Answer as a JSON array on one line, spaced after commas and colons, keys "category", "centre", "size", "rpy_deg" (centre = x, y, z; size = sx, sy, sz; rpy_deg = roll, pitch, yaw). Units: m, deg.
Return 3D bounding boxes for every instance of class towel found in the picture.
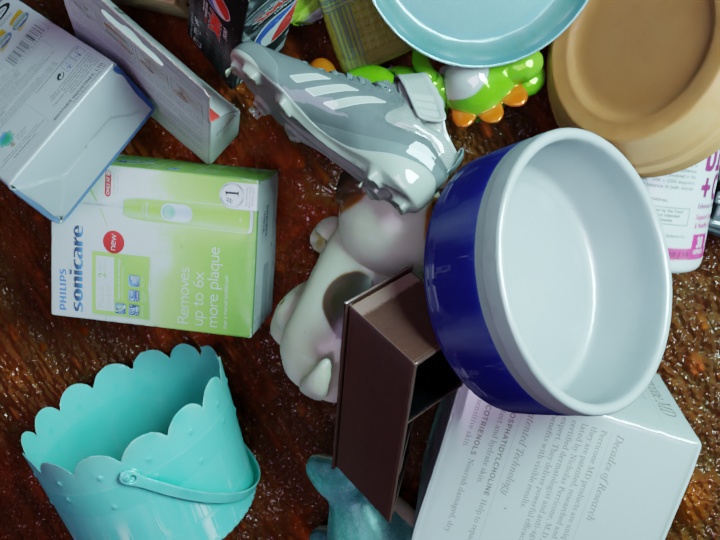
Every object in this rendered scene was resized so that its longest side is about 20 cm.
[{"category": "towel", "centre": [0.024, -0.263, 0.738], "size": [0.141, 0.023, 0.202], "rpy_deg": [-22, 135, 0]}]

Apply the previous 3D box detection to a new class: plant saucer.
[{"category": "plant saucer", "centre": [0.218, -0.174, 0.682], "size": [0.198, 0.037, 0.205], "rpy_deg": [-10, 77, 48]}, {"category": "plant saucer", "centre": [0.093, -0.261, 0.688], "size": [0.196, 0.027, 0.204], "rpy_deg": [-2, 110, -4]}]

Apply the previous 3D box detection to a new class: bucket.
[{"category": "bucket", "centre": [-0.198, 0.176, 0.841], "size": [0.203, 0.208, 0.137], "rpy_deg": [-15, 110, 10]}]

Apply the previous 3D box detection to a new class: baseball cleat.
[{"category": "baseball cleat", "centre": [-0.007, -0.132, 0.711], "size": [0.199, 0.070, 0.107], "rpy_deg": [40, 77, 6]}]

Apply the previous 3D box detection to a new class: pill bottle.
[{"category": "pill bottle", "centre": [0.249, -0.109, 0.759], "size": [0.111, 0.113, 0.204], "rpy_deg": [7, 103, 6]}]

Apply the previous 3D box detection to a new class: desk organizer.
[{"category": "desk organizer", "centre": [0.031, 0.106, 0.727], "size": [0.077, 0.071, 0.203], "rpy_deg": [39, 141, 33]}]

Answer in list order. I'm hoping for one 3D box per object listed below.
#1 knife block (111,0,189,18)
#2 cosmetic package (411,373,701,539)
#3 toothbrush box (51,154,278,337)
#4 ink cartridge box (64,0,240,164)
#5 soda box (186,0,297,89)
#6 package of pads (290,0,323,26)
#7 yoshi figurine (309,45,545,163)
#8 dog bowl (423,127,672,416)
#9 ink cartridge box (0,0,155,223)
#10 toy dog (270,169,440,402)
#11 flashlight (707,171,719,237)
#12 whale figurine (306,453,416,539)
[{"category": "knife block", "centre": [-0.262, -0.277, 0.806], "size": [0.174, 0.064, 0.202], "rpy_deg": [-32, 87, 10]}, {"category": "cosmetic package", "centre": [0.164, 0.165, 0.803], "size": [0.196, 0.167, 0.169], "rpy_deg": [17, 104, 3]}, {"category": "toothbrush box", "centre": [-0.184, -0.027, 0.851], "size": [0.196, 0.086, 0.149], "rpy_deg": [7, 103, 8]}, {"category": "ink cartridge box", "centre": [-0.174, -0.180, 0.760], "size": [0.160, 0.200, 0.050], "rpy_deg": [40, 75, -2]}, {"category": "soda box", "centre": [-0.096, -0.222, 0.734], "size": [0.063, 0.200, 0.071], "rpy_deg": [-39, 92, -13]}, {"category": "package of pads", "centre": [-0.020, -0.326, 0.771], "size": [0.199, 0.068, 0.155], "rpy_deg": [-36, 95, 14]}, {"category": "yoshi figurine", "centre": [0.057, -0.168, 0.776], "size": [0.196, 0.112, 0.114], "rpy_deg": [-12, 94, 9]}, {"category": "dog bowl", "centre": [0.142, 0.004, 0.660], "size": [0.078, 0.199, 0.203], "rpy_deg": [-12, 104, 51]}, {"category": "ink cartridge box", "centre": [-0.299, -0.153, 0.795], "size": [0.199, 0.077, 0.137], "rpy_deg": [34, 80, 27]}, {"category": "toy dog", "centre": [0.000, 0.000, 0.783], "size": [0.138, 0.194, 0.202], "rpy_deg": [31, 111, 12]}, {"category": "flashlight", "centre": [0.397, -0.027, 0.782], "size": [0.196, 0.068, 0.069], "rpy_deg": [17, 99, 2]}, {"category": "whale figurine", "centre": [0.008, 0.268, 0.858], "size": [0.157, 0.104, 0.203], "rpy_deg": [-10, 116, 32]}]
